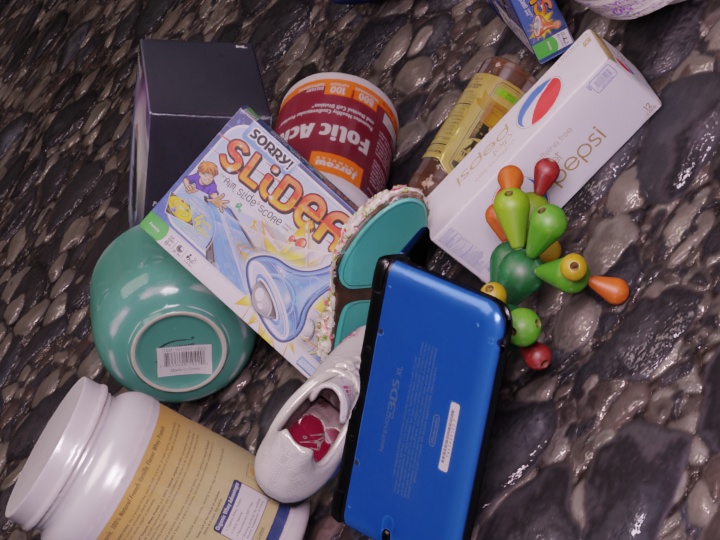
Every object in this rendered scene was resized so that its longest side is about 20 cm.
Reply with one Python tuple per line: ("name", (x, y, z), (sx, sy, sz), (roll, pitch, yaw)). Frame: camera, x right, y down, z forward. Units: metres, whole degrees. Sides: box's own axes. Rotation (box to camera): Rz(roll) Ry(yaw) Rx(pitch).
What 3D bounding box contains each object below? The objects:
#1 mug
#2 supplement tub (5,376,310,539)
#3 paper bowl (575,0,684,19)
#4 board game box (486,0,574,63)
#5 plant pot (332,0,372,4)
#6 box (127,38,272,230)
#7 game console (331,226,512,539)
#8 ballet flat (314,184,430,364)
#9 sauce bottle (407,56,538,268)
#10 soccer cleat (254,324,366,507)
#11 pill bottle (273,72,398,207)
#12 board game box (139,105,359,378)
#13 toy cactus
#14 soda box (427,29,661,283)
("mug", (-0.158, 0.034, 1.899), (0.185, 0.152, 0.114), (-45, 27, 17))
("supplement tub", (-0.155, 0.181, 1.594), (0.145, 0.200, 0.144), (-55, 13, 19))
("paper bowl", (0.237, -0.292, 1.656), (0.201, 0.104, 0.201), (-38, 39, 39))
("board game box", (0.119, -0.273, 1.820), (0.034, 0.136, 0.200), (-28, 26, 1))
("plant pot", (0.007, -0.389, 2.136), (0.200, 0.180, 0.200), (-59, 24, -15))
("box", (-0.160, -0.098, 2.015), (0.200, 0.123, 0.199), (-108, 23, -63))
("game console", (0.055, 0.088, 1.482), (0.171, 0.118, 0.200), (23, 110, 39))
("ballet flat", (0.000, 0.000, 1.660), (0.064, 0.075, 0.200), (-115, 35, -44))
("sauce bottle", (0.081, -0.081, 1.723), (0.200, 0.065, 0.065), (-59, 24, -15))
("soccer cleat", (-0.009, 0.096, 1.579), (0.200, 0.070, 0.086), (-51, -10, -40))
("pill bottle", (-0.034, -0.074, 1.867), (0.114, 0.114, 0.200), (-34, 29, 36))
("board game box", (-0.067, -0.022, 1.751), (0.135, 0.200, 0.034), (-49, 0, 11))
("toy cactus", (0.115, 0.019, 1.516), (0.200, 0.102, 0.165), (-96, 29, -55))
("soda box", (0.138, -0.089, 1.631), (0.200, 0.064, 0.068), (-46, 24, 15))
